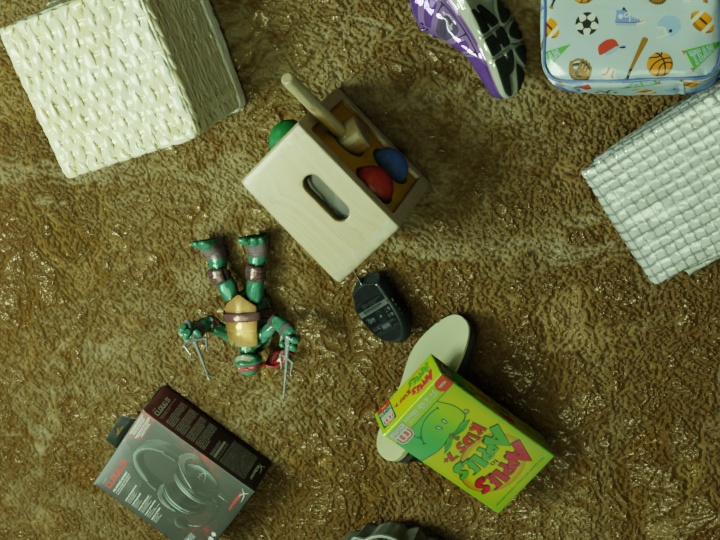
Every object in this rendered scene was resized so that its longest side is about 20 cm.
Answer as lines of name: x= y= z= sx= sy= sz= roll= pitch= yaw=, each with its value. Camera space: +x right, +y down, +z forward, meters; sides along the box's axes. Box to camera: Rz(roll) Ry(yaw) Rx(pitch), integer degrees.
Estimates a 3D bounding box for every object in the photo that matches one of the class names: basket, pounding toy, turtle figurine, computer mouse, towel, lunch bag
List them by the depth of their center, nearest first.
lunch bag: x=0.284 y=-0.264 z=1.360 sx=0.199 sy=0.076 sz=0.161 roll=1 pitch=88 yaw=14
towel: x=0.360 y=-0.098 z=1.416 sx=0.199 sy=0.086 sz=0.166 roll=-33 pitch=101 yaw=24
pounding toy: x=-0.029 y=-0.121 z=1.463 sx=0.200 sy=0.184 sz=0.142 roll=46 pitch=116 yaw=-5
basket: x=-0.267 y=-0.229 z=1.504 sx=0.197 sy=0.161 sz=0.201 roll=-15 pitch=108 yaw=20
computer mouse: x=0.000 y=0.000 z=1.595 sx=0.058 sy=0.034 sz=0.201 roll=-27 pitch=97 yaw=41
turtle figurine: x=-0.147 y=0.059 z=1.620 sx=0.149 sy=0.101 sz=0.201 roll=-6 pitch=95 yaw=3

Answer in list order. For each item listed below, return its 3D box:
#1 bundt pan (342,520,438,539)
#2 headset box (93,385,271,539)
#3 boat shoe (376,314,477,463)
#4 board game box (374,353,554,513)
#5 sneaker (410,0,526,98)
bundt pan: x=0.045 y=0.411 z=1.720 sx=0.200 sy=0.076 sz=0.203 roll=6 pitch=113 yaw=15
headset box: x=-0.242 y=0.261 z=1.744 sx=0.200 sy=0.077 sz=0.149 roll=36 pitch=117 yaw=-2
boat shoe: x=0.090 y=0.144 z=1.609 sx=0.074 sy=0.063 sz=0.202 roll=41 pitch=112 yaw=45
board game box: x=0.125 y=0.196 z=1.570 sx=0.200 sy=0.048 sz=0.102 roll=37 pitch=102 yaw=-27
sneaker: x=0.107 y=-0.270 z=1.436 sx=0.083 sy=0.081 sz=0.201 roll=-32 pitch=93 yaw=42
